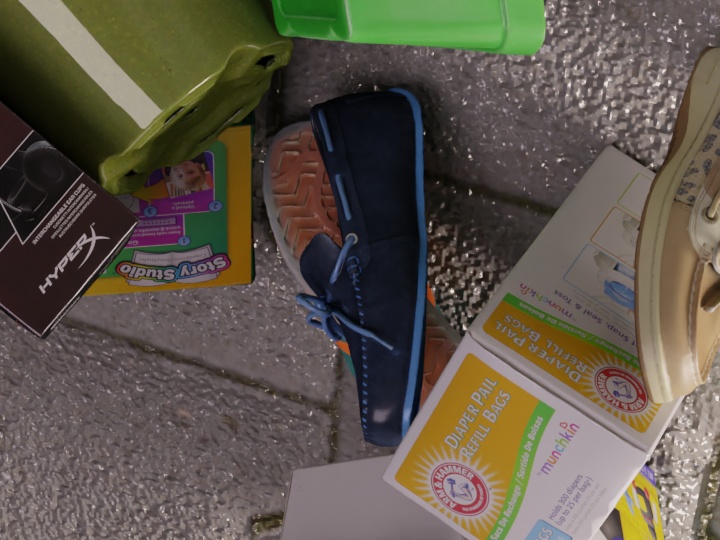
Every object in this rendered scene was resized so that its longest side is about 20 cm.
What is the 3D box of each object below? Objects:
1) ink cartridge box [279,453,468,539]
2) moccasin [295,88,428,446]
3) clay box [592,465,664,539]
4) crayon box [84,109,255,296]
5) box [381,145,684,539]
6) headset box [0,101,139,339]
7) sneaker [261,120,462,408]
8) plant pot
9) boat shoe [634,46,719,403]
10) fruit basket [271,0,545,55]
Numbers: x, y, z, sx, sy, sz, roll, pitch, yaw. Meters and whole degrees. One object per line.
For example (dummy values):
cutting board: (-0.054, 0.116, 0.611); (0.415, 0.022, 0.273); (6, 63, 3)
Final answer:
ink cartridge box: (0.044, 0.187, 1.124); (0.128, 0.126, 0.200); (-13, 144, 33)
moccasin: (0.000, 0.000, 1.061); (0.068, 0.201, 0.081); (0, 149, -2)
clay box: (0.123, 0.175, 1.061); (0.048, 0.200, 0.115); (-27, 138, 26)
crayon box: (-0.158, -0.046, 1.121); (0.199, 0.058, 0.119); (-4, 134, -8)
box: (0.110, 0.045, 1.010); (0.101, 0.200, 0.113); (33, 128, 7)
headset box: (-0.207, -0.057, 0.979); (0.200, 0.077, 0.149); (41, 173, -4)
sneaker: (0.003, 0.013, 1.133); (0.200, 0.071, 0.080); (61, 170, 8)
plant pot: (-0.137, -0.145, 1.012); (0.190, 0.200, 0.200); (52, 129, 7)
boat shoe: (0.171, -0.026, 0.941); (0.062, 0.200, 0.073); (6, 146, 21)
fruit basket: (0.057, -0.204, 0.950); (0.155, 0.215, 0.216); (18, 135, 64)
